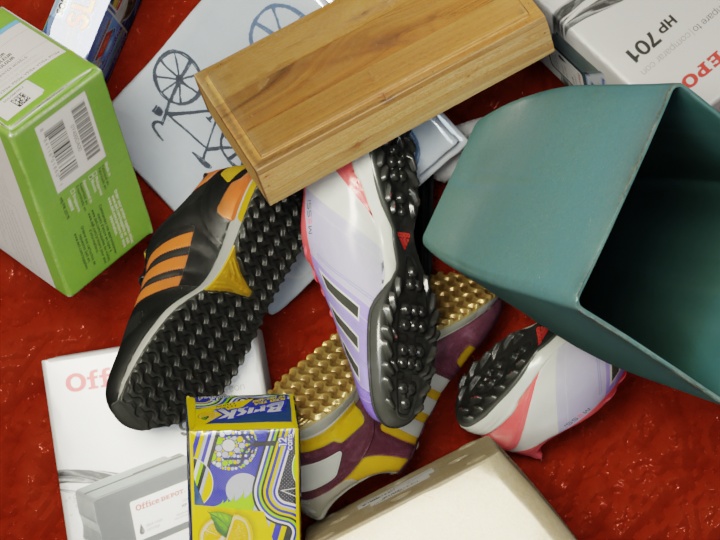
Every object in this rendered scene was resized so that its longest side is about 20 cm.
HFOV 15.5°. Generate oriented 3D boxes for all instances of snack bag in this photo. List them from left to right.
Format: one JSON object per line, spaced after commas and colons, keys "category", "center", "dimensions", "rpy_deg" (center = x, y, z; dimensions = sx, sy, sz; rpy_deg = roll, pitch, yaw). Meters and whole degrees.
{"category": "snack bag", "center": [-0.056, -0.088, 1.722], "dimensions": [0.189, 0.021, 0.200], "rpy_deg": [45, 119, 0]}

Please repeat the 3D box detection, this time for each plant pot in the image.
{"category": "plant pot", "center": [0.062, 0.215, 1.652], "dimensions": [0.199, 0.200, 0.178], "rpy_deg": [-27, 92, 0]}
{"category": "plant pot", "center": [0.140, -0.024, 1.583], "dimensions": [0.141, 0.200, 0.142], "rpy_deg": [32, 78, -33]}

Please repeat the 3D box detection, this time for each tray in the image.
{"category": "tray", "center": [0.007, -0.128, 1.623], "dimensions": [0.199, 0.037, 0.099], "rpy_deg": [-29, 49, -6]}

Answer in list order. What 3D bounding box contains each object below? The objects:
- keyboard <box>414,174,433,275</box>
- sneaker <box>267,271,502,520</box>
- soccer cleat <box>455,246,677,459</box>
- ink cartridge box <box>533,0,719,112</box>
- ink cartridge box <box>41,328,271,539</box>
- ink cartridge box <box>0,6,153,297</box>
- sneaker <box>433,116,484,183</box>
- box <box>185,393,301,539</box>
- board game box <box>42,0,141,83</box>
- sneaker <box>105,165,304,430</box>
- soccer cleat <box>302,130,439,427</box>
{"category": "keyboard", "center": [0.005, -0.097, 1.735], "dimensions": [0.103, 0.040, 0.201], "rpy_deg": [8, 108, 23]}
{"category": "sneaker", "center": [0.019, 0.079, 1.720], "dimensions": [0.200, 0.075, 0.091], "rpy_deg": [-34, 126, -28]}
{"category": "soccer cleat", "center": [0.149, 0.049, 1.697], "dimensions": [0.073, 0.068, 0.200], "rpy_deg": [32, 123, -27]}
{"category": "ink cartridge box", "center": [0.186, -0.176, 1.688], "dimensions": [0.146, 0.086, 0.200], "rpy_deg": [-39, 67, -12]}
{"category": "ink cartridge box", "center": [-0.121, 0.144, 1.723], "dimensions": [0.144, 0.084, 0.201], "rpy_deg": [-9, 87, 0]}
{"category": "ink cartridge box", "center": [-0.237, -0.095, 1.682], "dimensions": [0.076, 0.148, 0.200], "rpy_deg": [-39, 51, -23]}
{"category": "sneaker", "center": [0.137, -0.044, 1.728], "dimensions": [0.199, 0.075, 0.116], "rpy_deg": [-3, 85, -2]}
{"category": "box", "center": [-0.070, 0.180, 1.629], "dimensions": [0.070, 0.064, 0.201], "rpy_deg": [-1, 108, -3]}
{"category": "board game box", "center": [-0.147, -0.225, 1.712], "dimensions": [0.034, 0.135, 0.201], "rpy_deg": [22, 88, 1]}
{"category": "sneaker", "center": [-0.111, 0.016, 1.677], "dimensions": [0.070, 0.090, 0.201], "rpy_deg": [50, 61, -36]}
{"category": "soccer cleat", "center": [0.000, 0.000, 1.651], "dimensions": [0.073, 0.068, 0.201], "rpy_deg": [-11, 80, 31]}
